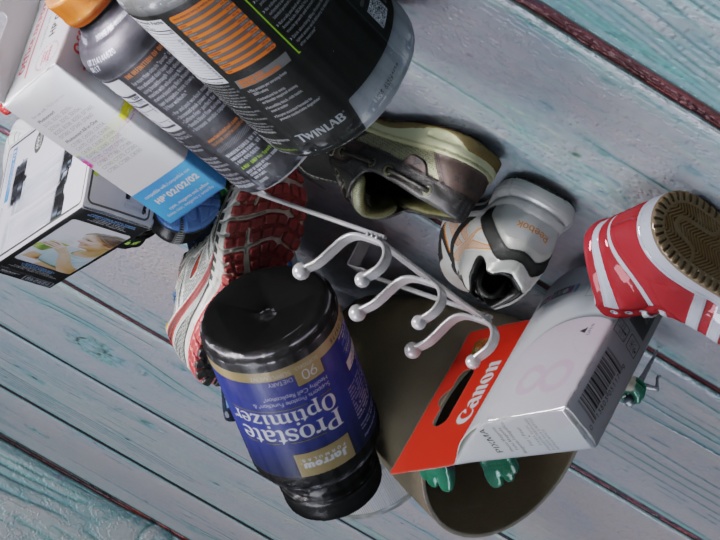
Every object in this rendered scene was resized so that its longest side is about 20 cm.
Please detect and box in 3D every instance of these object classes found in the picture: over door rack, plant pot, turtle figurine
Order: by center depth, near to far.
[{"bbox_3d":[0.000,0.000,1.498,0.148,0.067,0.200,37,-179,-39],"label":"over door rack"},{"bbox_3d":[0.137,0.102,1.541,0.101,0.200,0.150,55,139,3],"label":"turtle figurine"},{"bbox_3d":[0.061,0.100,1.682,0.200,0.188,0.187,30,168,44],"label":"plant pot"}]

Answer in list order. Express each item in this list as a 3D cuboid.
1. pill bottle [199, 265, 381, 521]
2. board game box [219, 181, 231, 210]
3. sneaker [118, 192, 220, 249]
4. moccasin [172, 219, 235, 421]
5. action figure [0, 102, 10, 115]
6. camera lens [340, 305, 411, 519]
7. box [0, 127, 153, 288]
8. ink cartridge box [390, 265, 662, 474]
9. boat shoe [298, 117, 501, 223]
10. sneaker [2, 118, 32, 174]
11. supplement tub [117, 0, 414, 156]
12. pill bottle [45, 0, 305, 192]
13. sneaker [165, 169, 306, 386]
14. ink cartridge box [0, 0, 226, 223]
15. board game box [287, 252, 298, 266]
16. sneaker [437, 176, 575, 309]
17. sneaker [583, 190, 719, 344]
[{"bbox_3d":[-0.048,0.102,1.566,0.111,0.112,0.201,14,139,36],"label":"pill bottle"},{"bbox_3d":[-0.162,-0.102,1.672,0.104,0.024,0.200,13,157,33],"label":"board game box"},{"bbox_3d":[-0.170,-0.051,1.586,0.071,0.083,0.200,18,-174,-27],"label":"sneaker"},{"bbox_3d":[-0.123,0.033,1.670,0.081,0.068,0.201,68,180,-69],"label":"moccasin"},{"bbox_3d":[-0.223,-0.160,1.547,0.065,0.052,0.200,40,151,-16],"label":"action figure"},{"bbox_3d":[-0.015,0.138,1.884,0.159,0.160,0.200,21,160,21],"label":"camera lens"},{"bbox_3d":[-0.224,-0.069,1.554,0.060,0.117,0.200,18,158,-27],"label":"box"},{"bbox_3d":[0.115,0.070,1.440,0.199,0.163,0.057,-8,126,41],"label":"ink cartridge box"},{"bbox_3d":[0.013,-0.071,1.430,0.200,0.066,0.072,9,155,46],"label":"boat shoe"},{"bbox_3d":[-0.293,-0.084,1.783,0.078,0.100,0.200,34,161,-18],"label":"sneaker"},{"bbox_3d":[-0.068,-0.171,1.190,0.122,0.123,0.200,7,152,48],"label":"supplement tub"},{"bbox_3d":[-0.119,-0.150,1.347,0.200,0.107,0.106,38,159,-27],"label":"pill bottle"},{"bbox_3d":[-0.110,-0.012,1.588,0.078,0.201,0.082,11,-162,-43],"label":"sneaker"},{"bbox_3d":[-0.181,-0.141,1.413,0.200,0.116,0.068,36,134,-28],"label":"ink cartridge box"},{"bbox_3d":[-0.064,0.034,1.710,0.034,0.135,0.200,-16,151,-4],"label":"board game box"},{"bbox_3d":[0.093,-0.009,1.465,0.073,0.080,0.200,27,164,-5],"label":"sneaker"},{"bbox_3d":[0.239,0.024,1.352,0.200,0.071,0.112,43,154,-18],"label":"sneaker"}]
